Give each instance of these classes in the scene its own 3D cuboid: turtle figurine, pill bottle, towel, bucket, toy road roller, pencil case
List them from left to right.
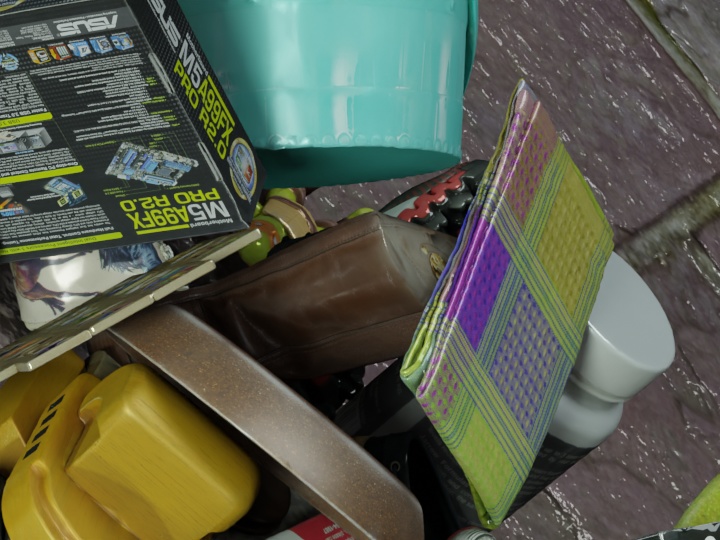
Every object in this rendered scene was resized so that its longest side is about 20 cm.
[{"bbox_3d":[-0.157,-0.072,1.607,0.089,0.078,0.201,-13,94,-26],"label":"pencil case"},{"bbox_3d":[-0.113,0.100,1.461,0.123,0.146,0.200,43,28,-12],"label":"toy road roller"},{"bbox_3d":[-0.038,-0.018,1.812,0.200,0.064,0.161,40,18,7],"label":"turtle figurine"},{"bbox_3d":[-0.033,-0.122,1.661,0.207,0.207,0.135,5,81,-54],"label":"bucket"},{"bbox_3d":[0.077,0.076,1.714,0.113,0.200,0.113,35,31,-25],"label":"pill bottle"},{"bbox_3d":[0.079,0.018,1.555,0.144,0.023,0.200,58,45,-47],"label":"towel"}]

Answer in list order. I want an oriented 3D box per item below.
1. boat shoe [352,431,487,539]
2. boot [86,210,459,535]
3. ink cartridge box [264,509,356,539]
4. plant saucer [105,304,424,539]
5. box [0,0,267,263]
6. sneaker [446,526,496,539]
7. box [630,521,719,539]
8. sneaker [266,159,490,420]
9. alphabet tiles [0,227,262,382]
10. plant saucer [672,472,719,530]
[{"bbox_3d":[0.047,0.176,1.666,0.200,0.062,0.075,62,25,-12],"label":"boat shoe"},{"bbox_3d":[-0.016,0.055,1.575,0.186,0.200,0.064,49,28,-41],"label":"boot"},{"bbox_3d":[-0.003,0.232,1.524,0.200,0.083,0.146,53,27,10],"label":"ink cartridge box"},{"bbox_3d":[-0.041,0.078,1.463,0.200,0.035,0.200,38,-7,5],"label":"plant saucer"},{"bbox_3d":[-0.169,-0.078,1.493,0.044,0.199,0.160,-75,148,-42],"label":"box"},{"bbox_3d":[0.094,0.213,1.511,0.078,0.082,0.200,18,39,-47],"label":"sneaker"},{"bbox_3d":[0.134,0.224,1.546,0.049,0.200,0.160,-5,79,-30],"label":"box"},{"bbox_3d":[0.000,0.000,1.697,0.098,0.200,0.071,32,-22,45],"label":"sneaker"},{"bbox_3d":[-0.134,0.024,1.461,0.006,0.166,0.200,61,-14,-5],"label":"alphabet tiles"},{"bbox_3d":[0.187,0.235,1.590,0.048,0.200,0.200,-15,68,-15],"label":"plant saucer"}]
